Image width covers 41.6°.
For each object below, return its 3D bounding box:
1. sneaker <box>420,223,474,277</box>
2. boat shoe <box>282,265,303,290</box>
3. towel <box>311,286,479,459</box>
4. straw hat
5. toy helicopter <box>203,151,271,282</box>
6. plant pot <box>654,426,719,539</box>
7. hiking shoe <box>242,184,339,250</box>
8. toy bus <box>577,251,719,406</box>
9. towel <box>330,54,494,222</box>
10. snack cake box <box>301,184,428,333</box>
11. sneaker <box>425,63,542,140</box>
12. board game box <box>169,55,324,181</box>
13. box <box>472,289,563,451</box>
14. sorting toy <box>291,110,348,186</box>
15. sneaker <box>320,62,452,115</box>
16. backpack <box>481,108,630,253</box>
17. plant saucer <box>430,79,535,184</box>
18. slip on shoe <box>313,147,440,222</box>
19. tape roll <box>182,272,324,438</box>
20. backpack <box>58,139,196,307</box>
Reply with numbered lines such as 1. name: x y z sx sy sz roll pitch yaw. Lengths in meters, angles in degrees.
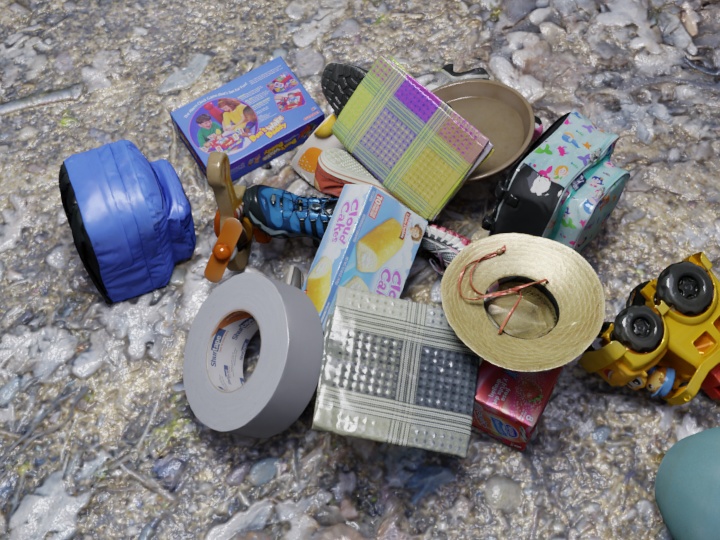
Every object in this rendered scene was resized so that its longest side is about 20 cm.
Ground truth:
1. sneaker: 0.132 -0.012 1.324 0.199 0.080 0.075 28 97 23
2. boat shoe: -0.094 0.094 1.282 0.056 0.067 0.202 15 68 -13
3. towel: 0.046 0.123 1.161 0.197 0.035 0.195 13 63 -4
4. straw hat: 0.198 0.054 1.169 0.198 0.085 0.203 -3 56 5
5. toy helicopter: -0.182 -0.074 1.287 0.078 0.201 0.133 6 52 12
6. plant pot: 0.433 0.267 1.128 0.200 0.201 0.134 -44 35 -20
7. hiking shoe: -0.068 -0.081 1.300 0.199 0.086 0.075 19 53 -38
8. toy bus: 0.414 0.107 1.239 0.199 0.136 0.193 -38 84 -15
9. towel: 0.067 -0.176 1.281 0.200 0.023 0.144 41 114 6
10. snack cake box: 0.000 0.000 1.263 0.067 0.114 0.202 8 74 54
11. sneaker: 0.191 -0.262 1.449 0.198 0.074 0.088 22 71 17
12. board game box: -0.172 -0.228 1.453 0.199 0.045 0.135 -30 66 -14
13. box: 0.217 0.117 1.239 0.095 0.100 0.201 25 65 14
14. sorting toy: 0.033 -0.174 1.409 0.180 0.107 0.200 45 70 0
15. sneaker: 0.040 -0.238 1.342 0.199 0.076 0.088 28 30 13
16. backpack: 0.282 -0.116 1.318 0.150 0.178 0.201 30 56 12
17. plant saucer: 0.150 -0.195 1.352 0.197 0.030 0.202 -8 51 10
18. slip on shoe: 0.023 -0.111 1.343 0.198 0.061 0.075 19 37 -20
19. tape roll: -0.139 0.108 1.206 0.199 0.066 0.203 -15 67 38
20. backpack: -0.319 -0.083 1.294 0.166 0.201 0.163 -25 64 -12
